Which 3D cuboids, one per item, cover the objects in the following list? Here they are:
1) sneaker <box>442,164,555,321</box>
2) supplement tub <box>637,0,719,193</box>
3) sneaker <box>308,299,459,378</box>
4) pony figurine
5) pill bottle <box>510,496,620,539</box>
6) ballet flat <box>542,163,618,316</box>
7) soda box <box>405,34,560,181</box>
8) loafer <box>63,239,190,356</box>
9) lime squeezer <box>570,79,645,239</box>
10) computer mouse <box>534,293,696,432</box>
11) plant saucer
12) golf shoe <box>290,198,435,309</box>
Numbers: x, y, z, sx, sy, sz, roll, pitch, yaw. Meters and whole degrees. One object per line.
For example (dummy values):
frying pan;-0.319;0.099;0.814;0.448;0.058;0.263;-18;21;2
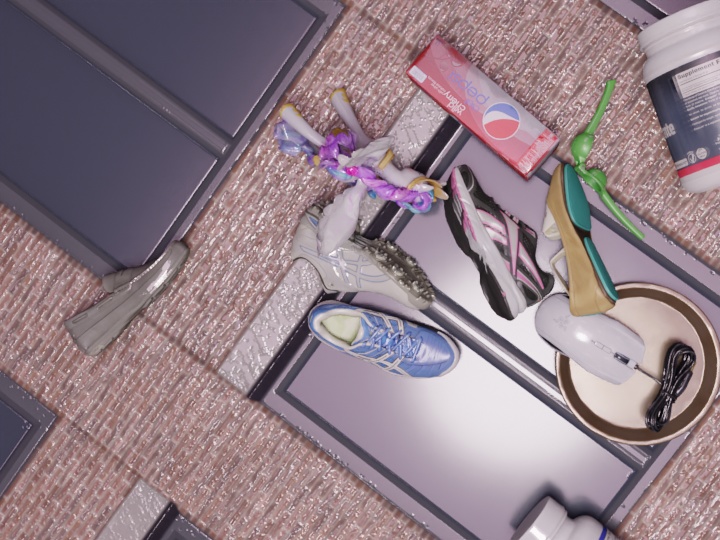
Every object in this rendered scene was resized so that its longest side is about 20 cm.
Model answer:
sneaker;0.172;-0.041;1.348;0.086;0.080;0.200;-23;86;-15
supplement tub;0.413;-0.202;1.265;0.140;0.140;0.200;-19;88;8
sneaker;0.025;0.091;1.361;0.200;0.077;0.076;14;91;7
pony figurine;-0.010;-0.127;1.308;0.200;0.193;0.167;41;129;20
pill bottle;0.279;0.368;1.309;0.200;0.112;0.112;39;96;6
ballet flat;0.250;-0.037;1.310;0.063;0.069;0.200;-27;59;27
soda box;0.151;-0.199;1.340;0.200;0.070;0.063;42;96;6
loafer;-0.305;0.027;1.414;0.200;0.070;0.070;-43;93;8
lime squeezer;0.297;-0.130;1.343;0.071;0.038;0.200;-10;88;-23
computer mouse;0.300;0.100;1.307;0.200;0.044;0.110;30;96;7
plant saucer;0.340;0.114;1.337;0.200;0.029;0.200;0;92;9
golf shoe;0.000;0.000;1.377;0.200;0.078;0.097;38;113;12
